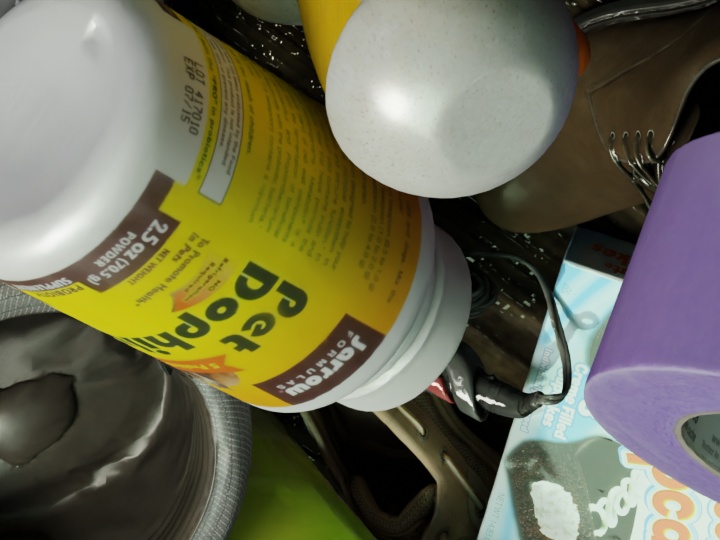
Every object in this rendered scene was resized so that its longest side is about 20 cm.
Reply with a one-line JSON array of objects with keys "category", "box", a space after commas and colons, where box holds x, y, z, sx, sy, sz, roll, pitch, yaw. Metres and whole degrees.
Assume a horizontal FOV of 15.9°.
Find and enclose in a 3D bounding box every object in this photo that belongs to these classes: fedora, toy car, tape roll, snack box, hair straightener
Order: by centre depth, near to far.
[{"category": "toy car", "box": [0.032, -0.137, 0.829, 0.149, 0.175, 0.201, -21, 132, -13]}, {"category": "tape roll", "box": [0.179, 0.036, 0.835, 0.199, 0.085, 0.200, 21, 167, 5]}, {"category": "fedora", "box": [-0.142, 0.074, 1.021, 0.200, 0.090, 0.177, -44, 112, 2]}, {"category": "hair straightener", "box": [0.000, 0.000, 1.028, 0.199, 0.041, 0.077, 26, 106, 25]}, {"category": "snack box", "box": [0.114, 0.090, 1.059, 0.116, 0.037, 0.201, 18, 120, 6]}]

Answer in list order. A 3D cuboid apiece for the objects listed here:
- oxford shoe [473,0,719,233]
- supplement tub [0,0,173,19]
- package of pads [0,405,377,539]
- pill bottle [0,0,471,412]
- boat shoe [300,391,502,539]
[{"category": "oxford shoe", "box": [0.107, -0.053, 0.926, 0.073, 0.085, 0.200, 42, 136, -21]}, {"category": "supplement tub", "box": [-0.123, -0.095, 0.968, 0.107, 0.107, 0.200, 18, 136, 6]}, {"category": "package of pads", "box": [-0.073, 0.134, 1.085, 0.200, 0.154, 0.068, 46, 158, 33]}, {"category": "pill bottle", "box": [-0.049, -0.017, 0.921, 0.109, 0.110, 0.200, -17, 149, 35]}, {"category": "boat shoe", "box": [0.019, 0.094, 1.123, 0.071, 0.065, 0.200, -9, 128, 31]}]
